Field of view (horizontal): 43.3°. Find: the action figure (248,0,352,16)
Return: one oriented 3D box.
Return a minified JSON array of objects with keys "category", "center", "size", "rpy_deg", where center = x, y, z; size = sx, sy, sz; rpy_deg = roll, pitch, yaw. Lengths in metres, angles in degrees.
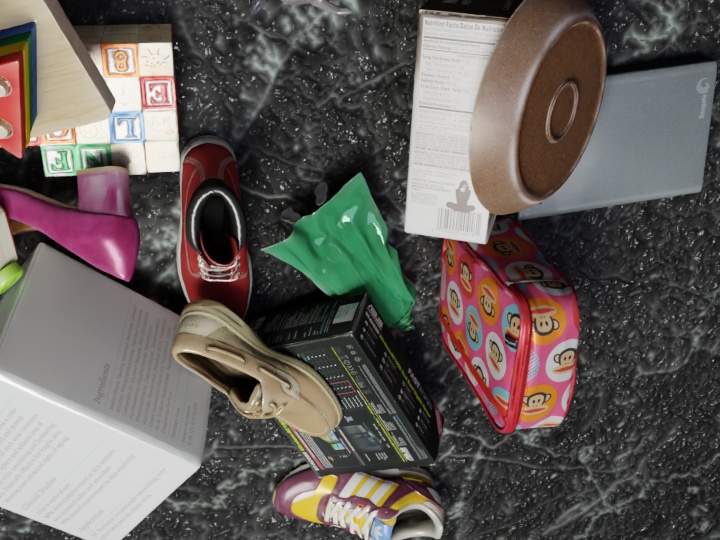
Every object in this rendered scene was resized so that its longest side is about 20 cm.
[{"category":"action figure","center":[-0.058,-0.297,0.681],"size":[0.104,0.200,0.195],"rpy_deg":[3,102,29]}]

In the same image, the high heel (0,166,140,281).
[{"category":"high heel","center":[-0.279,-0.027,0.788],"size":[0.199,0.067,0.096],"rpy_deg":[-7,81,16]}]

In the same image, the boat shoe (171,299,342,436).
[{"category":"boat shoe","center":[-0.099,0.110,0.860],"size":[0.071,0.065,0.200],"rpy_deg":[-29,123,36]}]

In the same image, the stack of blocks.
[{"category":"stack of blocks","center":[-0.257,-0.144,0.773],"size":[0.199,0.059,0.116],"rpy_deg":[-3,120,-10]}]

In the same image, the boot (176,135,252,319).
[{"category":"boot","center":[-0.132,-0.004,0.830],"size":[0.072,0.144,0.201],"rpy_deg":[-6,122,-10]}]

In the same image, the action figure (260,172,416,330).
[{"category":"action figure","center":[0.000,0.000,0.913],"size":[0.118,0.055,0.200],"rpy_deg":[-34,127,7]}]

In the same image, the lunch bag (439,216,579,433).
[{"category":"lunch bag","center":[0.140,0.059,0.893],"size":[0.081,0.200,0.177],"rpy_deg":[-6,120,-14]}]

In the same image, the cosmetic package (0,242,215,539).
[{"category":"cosmetic package","center":[-0.263,0.119,0.841],"size":[0.200,0.167,0.167],"rpy_deg":[32,123,-25]}]

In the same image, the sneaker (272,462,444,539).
[{"category":"sneaker","center":[0.000,0.272,1.047],"size":[0.199,0.090,0.075],"rpy_deg":[0,119,-12]}]

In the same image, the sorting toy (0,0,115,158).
[{"category":"sorting toy","center":[-0.306,-0.148,0.617],"size":[0.199,0.070,0.199],"rpy_deg":[-11,136,12]}]

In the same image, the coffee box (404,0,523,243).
[{"category":"coffee box","center":[0.093,-0.141,0.809],"size":[0.079,0.114,0.201],"rpy_deg":[9,119,11]}]

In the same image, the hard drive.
[{"category":"hard drive","center":[0.249,-0.132,0.903],"size":[0.199,0.033,0.140],"rpy_deg":[-9,120,-7]}]

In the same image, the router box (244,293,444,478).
[{"category":"router box","center":[-0.021,0.125,0.941],"size":[0.149,0.062,0.200],"rpy_deg":[-13,125,28]}]

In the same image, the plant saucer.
[{"category":"plant saucer","center":[0.159,-0.139,0.771],"size":[0.200,0.034,0.201],"rpy_deg":[-32,133,-42]}]

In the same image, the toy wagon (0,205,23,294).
[{"category":"toy wagon","center":[-0.381,-0.021,0.799],"size":[0.155,0.040,0.200],"rpy_deg":[48,131,-6]}]
